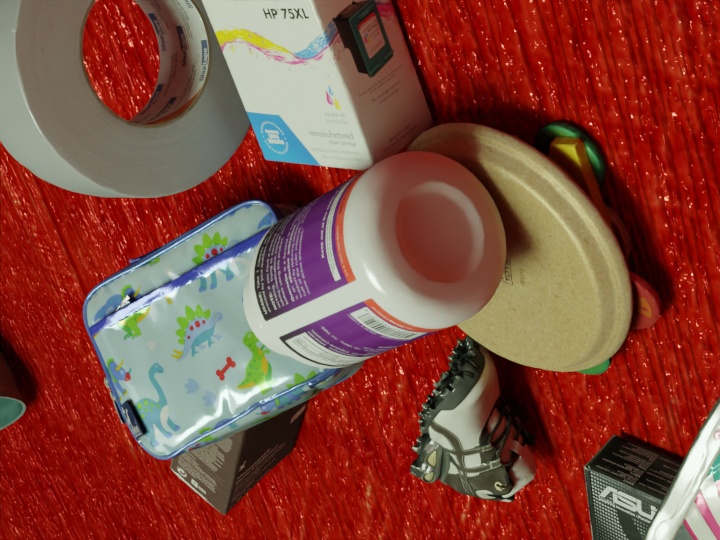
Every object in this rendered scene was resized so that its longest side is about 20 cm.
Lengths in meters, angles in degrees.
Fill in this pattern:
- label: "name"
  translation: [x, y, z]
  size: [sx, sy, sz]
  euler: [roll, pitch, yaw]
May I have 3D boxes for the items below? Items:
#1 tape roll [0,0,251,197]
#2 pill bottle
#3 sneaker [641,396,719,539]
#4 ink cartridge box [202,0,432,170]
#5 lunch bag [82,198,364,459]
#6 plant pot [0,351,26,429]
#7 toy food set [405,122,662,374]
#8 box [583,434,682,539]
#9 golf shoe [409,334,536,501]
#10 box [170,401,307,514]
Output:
- label: "tape roll"
  translation: [-0.164, -0.150, 1.155]
  size: [0.066, 0.200, 0.200]
  euler: [3, 125, 51]
- label: "pill bottle"
  translation: [0.000, 0.000, 1.099]
  size: [0.113, 0.112, 0.200]
  euler: [54, 148, -7]
- label: "sneaker"
  translation: [0.255, 0.161, 1.041]
  size: [0.121, 0.084, 0.200]
  euler: [35, 121, 25]
- label: "ink cartridge box"
  translation: [-0.040, -0.170, 1.106]
  size: [0.116, 0.067, 0.200]
  euler: [9, 129, 46]
- label: "lunch bag"
  translation: [-0.109, 0.043, 1.295]
  size: [0.200, 0.082, 0.161]
  euler: [-26, 81, 19]
- label: "plant pot"
  translation: [-0.487, 0.115, 1.862]
  size: [0.200, 0.200, 0.134]
  euler: [-44, 60, 58]
- label: "toy food set"
  translation: [0.105, -0.014, 1.107]
  size: [0.198, 0.049, 0.200]
  euler: [9, 130, 46]
- label: "box"
  translation: [0.256, 0.229, 1.173]
  size: [0.200, 0.048, 0.193]
  euler: [22, 140, 35]
- label: "golf shoe"
  translation: [0.093, 0.114, 1.231]
  size: [0.094, 0.078, 0.200]
  euler: [27, 159, 12]
- label: "box"
  translation: [-0.099, 0.116, 1.445]
  size: [0.075, 0.100, 0.200]
  euler: [38, 147, 16]
